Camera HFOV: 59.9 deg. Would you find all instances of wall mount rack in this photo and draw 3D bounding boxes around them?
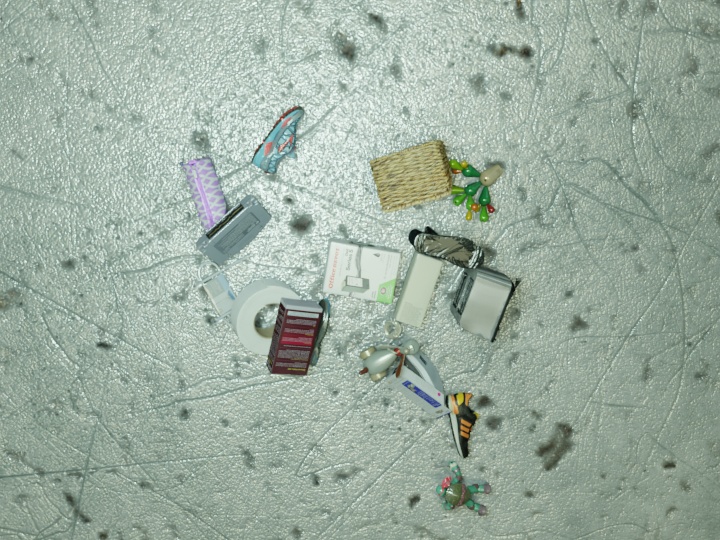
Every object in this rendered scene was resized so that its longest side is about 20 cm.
[{"bbox_3d":[-0.360,0.053,1.740,0.173,0.074,0.202,-32,102,-16],"label":"wall mount rack"}]

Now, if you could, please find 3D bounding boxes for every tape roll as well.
[{"bbox_3d":[-0.253,0.126,1.722,0.200,0.071,0.205,-9,112,-22],"label":"tape roll"}]

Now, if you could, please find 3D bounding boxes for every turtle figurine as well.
[{"bbox_3d":[0.289,0.667,1.878,0.198,0.101,0.151,19,99,-12],"label":"turtle figurine"}]

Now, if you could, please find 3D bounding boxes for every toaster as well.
[{"bbox_3d":[0.336,0.078,1.725,0.117,0.181,0.202,18,100,-5],"label":"toaster"}]

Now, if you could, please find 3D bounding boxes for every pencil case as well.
[{"bbox_3d":[-0.414,-0.206,1.681,0.083,0.086,0.202,-19,102,-4],"label":"pencil case"}]

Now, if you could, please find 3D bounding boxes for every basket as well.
[{"bbox_3d":[0.142,-0.248,1.665,0.198,0.143,0.151,-16,95,18],"label":"basket"}]

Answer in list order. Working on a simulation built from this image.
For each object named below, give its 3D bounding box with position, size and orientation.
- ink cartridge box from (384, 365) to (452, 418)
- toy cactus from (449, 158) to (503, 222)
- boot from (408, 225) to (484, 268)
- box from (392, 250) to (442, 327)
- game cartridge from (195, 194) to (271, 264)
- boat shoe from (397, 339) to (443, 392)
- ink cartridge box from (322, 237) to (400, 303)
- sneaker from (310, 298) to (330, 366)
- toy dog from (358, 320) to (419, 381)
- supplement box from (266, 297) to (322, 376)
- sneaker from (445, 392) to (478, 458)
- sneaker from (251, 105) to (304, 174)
[{"bbox_3d":[0.171,0.352,1.809,0.199,0.095,0.037,38,56,-5],"label":"ink cartridge box"},{"bbox_3d":[0.320,-0.238,1.720,0.164,0.102,0.201,-35,91,-6],"label":"toy cactus"},{"bbox_3d":[0.230,-0.067,1.698,0.197,0.168,0.077,14,99,0],"label":"boot"},{"bbox_3d":[0.161,0.051,1.768,0.081,0.068,0.202,19,99,-7],"label":"box"},{"bbox_3d":[-0.337,-0.106,1.681,0.200,0.133,0.041,-42,62,-3],"label":"game cartridge"},{"bbox_3d":[0.166,0.289,1.817,0.066,0.070,0.200,-26,115,31],"label":"boat shoe"},{"bbox_3d":[0.000,0.000,1.741,0.197,0.084,0.148,9,100,-5],"label":"ink cartridge box"},{"bbox_3d":[-0.138,0.172,1.772,0.081,0.073,0.203,16,98,-4],"label":"sneaker"},{"bbox_3d":[0.065,0.248,1.749,0.132,0.096,0.201,43,125,12],"label":"toy dog"},{"bbox_3d":[-0.181,0.182,1.701,0.108,0.061,0.203,8,104,-26],"label":"supplement box"},{"bbox_3d":[0.313,0.458,1.850,0.089,0.070,0.203,-13,99,3],"label":"sneaker"},{"bbox_3d":[-0.204,-0.348,1.681,0.095,0.079,0.200,36,105,-18],"label":"sneaker"}]
